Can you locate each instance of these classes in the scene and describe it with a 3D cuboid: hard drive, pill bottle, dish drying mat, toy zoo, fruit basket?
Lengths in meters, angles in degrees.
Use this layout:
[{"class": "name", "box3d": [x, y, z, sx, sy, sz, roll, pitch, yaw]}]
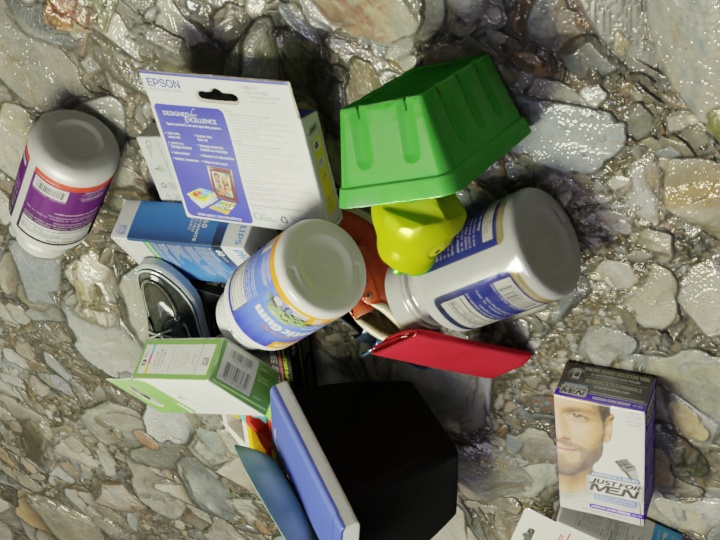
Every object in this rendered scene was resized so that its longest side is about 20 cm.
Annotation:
[{"class": "hard drive", "box3d": [-0.055, 0.246, 1.295, 0.133, 0.025, 0.201, 93, 153, -50]}, {"class": "pill bottle", "box3d": [0.126, -0.001, 1.195, 0.199, 0.120, 0.120, -22, 115, 41]}, {"class": "dish drying mat", "box3d": [0.108, 0.095, 1.280, 0.199, 0.018, 0.076, 15, 150, -40]}, {"class": "pill bottle", "box3d": [-0.383, -0.103, 1.408, 0.112, 0.113, 0.200, 35, 137, -3]}, {"class": "toy zoo", "box3d": [-0.145, 0.193, 1.467, 0.131, 0.020, 0.201, 37, 145, 36]}, {"class": "pill bottle", "box3d": [-0.087, 0.026, 1.253, 0.112, 0.112, 0.200, 43, 145, -11]}, {"class": "fruit basket", "box3d": [0.071, -0.089, 1.088, 0.154, 0.216, 0.217, -5, 125, 33]}]

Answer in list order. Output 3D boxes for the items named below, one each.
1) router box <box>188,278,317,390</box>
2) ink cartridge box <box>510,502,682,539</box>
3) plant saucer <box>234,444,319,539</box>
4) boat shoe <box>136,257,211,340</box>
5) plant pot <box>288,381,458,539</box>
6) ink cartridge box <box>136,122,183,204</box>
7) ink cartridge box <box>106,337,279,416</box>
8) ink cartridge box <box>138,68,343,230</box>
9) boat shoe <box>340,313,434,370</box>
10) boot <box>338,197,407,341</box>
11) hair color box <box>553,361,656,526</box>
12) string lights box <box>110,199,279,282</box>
[{"class": "router box", "box3d": [-0.142, 0.092, 1.475, 0.148, 0.062, 0.201, 14, 134, 22]}, {"class": "ink cartridge box", "box3d": [0.303, 0.358, 1.448, 0.198, 0.068, 0.117, 23, 136, 10]}, {"class": "plant saucer", "box3d": [-0.093, 0.297, 1.392, 0.202, 0.038, 0.201, 57, 173, 11]}, {"class": "boat shoe", "box3d": [-0.238, 0.077, 1.418, 0.071, 0.071, 0.201, 0, 130, 28]}, {"class": "plant pot", "box3d": [0.018, 0.259, 1.417, 0.200, 0.176, 0.201, -126, 25, -44]}, {"class": "ink cartridge box", "box3d": [-0.165, -0.124, 1.316, 0.198, 0.039, 0.100, 7, 131, 27]}, {"class": "ink cartridge box", "box3d": [-0.208, 0.131, 1.364, 0.199, 0.060, 0.104, -5, 148, 41]}, {"class": "ink cartridge box", "box3d": [-0.130, -0.137, 1.225, 0.196, 0.047, 0.202, 10, 131, 26]}, {"class": "boat shoe", "box3d": [0.009, 0.065, 1.359, 0.199, 0.069, 0.084, 35, 137, -2]}, {"class": "boot", "box3d": [0.000, 0.000, 1.282, 0.200, 0.107, 0.075, 39, 138, -4]}, {"class": "hair color box", "box3d": [0.294, 0.209, 1.326, 0.108, 0.065, 0.202, 9, 130, 24]}, {"class": "string lights box", "box3d": [-0.198, -0.033, 1.377, 0.198, 0.059, 0.103, 5, 153, 26]}]
